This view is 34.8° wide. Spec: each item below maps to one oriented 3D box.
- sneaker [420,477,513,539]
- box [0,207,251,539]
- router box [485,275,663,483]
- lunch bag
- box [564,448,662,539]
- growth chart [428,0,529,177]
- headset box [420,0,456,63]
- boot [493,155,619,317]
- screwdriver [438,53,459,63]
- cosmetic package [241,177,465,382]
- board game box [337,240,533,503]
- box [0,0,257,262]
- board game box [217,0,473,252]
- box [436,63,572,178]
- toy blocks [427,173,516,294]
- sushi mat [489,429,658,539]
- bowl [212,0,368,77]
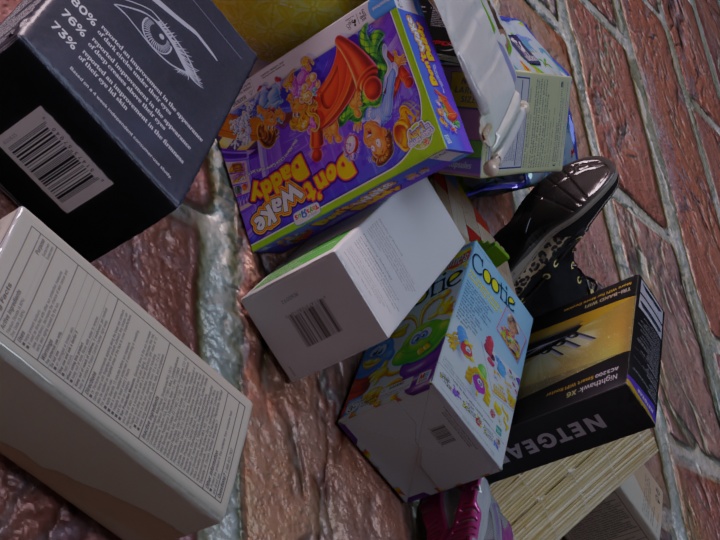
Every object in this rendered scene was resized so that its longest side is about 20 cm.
[{"bbox_3d":[0.091,0.254,0.946,0.088,0.081,0.201,50,34,-19],"label":"sneaker"},{"bbox_3d":[-0.164,0.069,0.681,0.200,0.077,0.096,46,36,-28],"label":"box"},{"bbox_3d":[0.175,0.103,1.051,0.052,0.199,0.158,51,33,-20],"label":"router box"},{"bbox_3d":[0.162,-0.190,1.298,0.169,0.126,0.203,-14,92,-59],"label":"lunch bag"},{"bbox_3d":[0.220,0.194,1.173,0.201,0.094,0.078,55,32,-18],"label":"box"},{"bbox_3d":[0.093,-0.193,0.937,0.202,0.018,0.145,66,31,-17],"label":"growth chart"},{"bbox_3d":[0.059,-0.308,1.109,0.077,0.147,0.203,-6,105,-67],"label":"headset box"},{"bbox_3d":[0.225,-0.015,1.256,0.150,0.200,0.073,43,1,-39],"label":"boot"},{"bbox_3d":[0.009,-0.210,1.072,0.029,0.198,0.028,-50,145,-28],"label":"screwdriver"},{"bbox_3d":[0.000,0.000,0.965,0.085,0.107,0.200,57,30,-9],"label":"cosmetic package"},{"bbox_3d":[0.072,0.086,1.015,0.105,0.102,0.201,51,34,-20],"label":"board game box"},{"bbox_3d":[-0.175,-0.131,0.795,0.148,0.104,0.201,49,34,-23],"label":"box"},{"bbox_3d":[-0.021,-0.115,0.923,0.045,0.199,0.136,-1,69,-57],"label":"board game box"},{"bbox_3d":[0.086,-0.150,1.113,0.199,0.174,0.098,-10,108,-59],"label":"box"},{"bbox_3d":[0.084,-0.044,1.154,0.200,0.099,0.138,40,27,-35],"label":"toy blocks"},{"bbox_3d":[0.196,0.194,1.092,0.199,0.012,0.096,-36,105,-18],"label":"sushi mat"},{"bbox_3d":[-0.060,-0.221,1.007,0.199,0.198,0.109,-16,123,-58],"label":"bowl"}]
